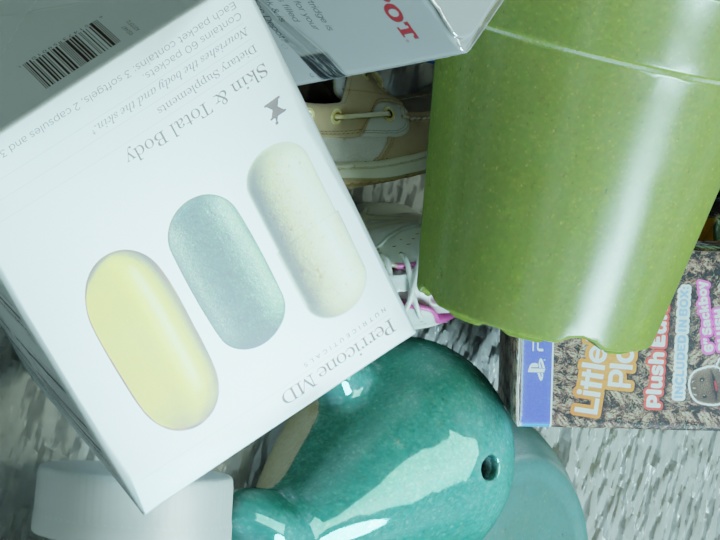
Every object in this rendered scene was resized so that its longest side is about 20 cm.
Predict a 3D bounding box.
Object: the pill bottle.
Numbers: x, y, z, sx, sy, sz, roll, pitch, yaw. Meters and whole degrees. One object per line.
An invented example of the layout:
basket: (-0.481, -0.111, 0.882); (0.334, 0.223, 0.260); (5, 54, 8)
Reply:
pill bottle: (-0.113, 0.193, 1.278); (0.109, 0.109, 0.201); (3, 91, -53)

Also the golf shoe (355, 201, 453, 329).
golf shoe: (0.000, 0.000, 1.435); (0.200, 0.091, 0.076); (-14, 106, -50)

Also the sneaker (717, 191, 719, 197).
sneaker: (0.208, -0.082, 1.602); (0.098, 0.071, 0.200); (56, 24, -13)

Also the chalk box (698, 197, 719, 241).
chalk box: (0.223, 0.010, 1.703); (0.200, 0.125, 0.124); (-12, 103, -51)

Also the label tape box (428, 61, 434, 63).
label tape box: (0.065, -0.206, 1.442); (0.143, 0.066, 0.200); (7, 100, -18)

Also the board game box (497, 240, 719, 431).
board game box: (0.180, 0.033, 1.507); (0.159, 0.199, 0.097); (-82, 173, -88)

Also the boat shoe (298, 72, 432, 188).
boat shoe: (-0.016, -0.079, 1.412); (0.200, 0.074, 0.069); (-16, 105, -45)

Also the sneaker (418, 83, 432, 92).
sneaker: (0.105, -0.072, 1.577); (0.200, 0.075, 0.105); (-22, 106, -54)

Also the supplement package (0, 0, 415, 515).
supplement package: (-0.102, -0.035, 1.204); (0.152, 0.151, 0.200); (-34, 125, -10)

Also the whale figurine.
whale figurine: (0.007, 0.114, 1.444); (0.200, 0.104, 0.159); (-32, 119, -48)

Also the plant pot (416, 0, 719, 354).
plant pot: (0.108, -0.065, 1.349); (0.200, 0.200, 0.190); (-2, 108, -53)

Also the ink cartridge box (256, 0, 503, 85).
ink cartridge box: (-0.040, -0.164, 1.254); (0.145, 0.200, 0.084); (54, 52, -27)

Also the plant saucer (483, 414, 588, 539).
plant saucer: (0.082, 0.182, 1.608); (0.200, 0.036, 0.201); (-7, 99, -53)
